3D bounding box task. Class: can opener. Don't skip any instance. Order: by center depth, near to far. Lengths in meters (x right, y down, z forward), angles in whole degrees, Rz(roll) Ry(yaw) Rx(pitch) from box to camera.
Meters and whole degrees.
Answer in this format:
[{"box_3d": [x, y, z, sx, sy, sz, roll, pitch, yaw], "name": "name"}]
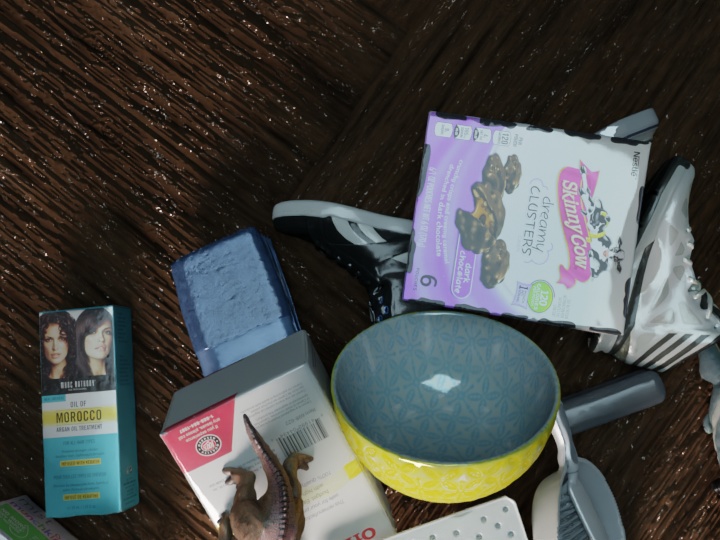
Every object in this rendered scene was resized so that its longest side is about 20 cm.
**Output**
[{"box_3d": [0.192, 0.131, 0.770, 0.196, 0.053, 0.068, -16, 87, 2], "name": "can opener"}]

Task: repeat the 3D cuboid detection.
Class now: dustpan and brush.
[{"box_3d": [0.191, 0.201, 0.721, 0.057, 0.138, 0.203, -30, 80, 39], "name": "dustpan and brush"}]

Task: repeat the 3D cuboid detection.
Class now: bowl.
[{"box_3d": [0.073, 0.136, 0.705, 0.195, 0.202, 0.110, 0, 123, 5], "name": "bowl"}]

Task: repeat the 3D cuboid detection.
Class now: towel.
[{"box_3d": [-0.114, 0.068, 0.805, 0.110, 0.049, 0.204, -20, 84, 1], "name": "towel"}]

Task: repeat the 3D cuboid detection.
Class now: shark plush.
[{"box_3d": [0.350, 0.140, 0.741, 0.089, 0.083, 0.204, 22, 86, 6], "name": "shark plush"}]

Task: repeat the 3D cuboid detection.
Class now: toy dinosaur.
[{"box_3d": [-0.078, 0.225, 0.633, 0.084, 0.136, 0.204, 8, 105, -7], "name": "toy dinosaur"}]

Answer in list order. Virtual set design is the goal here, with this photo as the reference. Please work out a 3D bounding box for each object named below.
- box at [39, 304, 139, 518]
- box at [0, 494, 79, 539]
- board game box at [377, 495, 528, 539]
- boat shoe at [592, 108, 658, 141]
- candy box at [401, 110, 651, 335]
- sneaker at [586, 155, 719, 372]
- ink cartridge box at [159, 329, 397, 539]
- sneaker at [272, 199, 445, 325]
[{"box_3d": [-0.275, 0.141, 0.810, 0.080, 0.049, 0.205, -5, 84, 4], "name": "box"}, {"box_3d": [-0.321, 0.356, 0.769, 0.199, 0.097, 0.178, 36, 90, 8], "name": "box"}, {"box_3d": [0.072, 0.326, 0.702, 0.196, 0.026, 0.204, -18, 85, -1], "name": "board game box"}, {"box_3d": [0.211, -0.084, 0.784, 0.198, 0.072, 0.066, -32, 87, 2], "name": "boat shoe"}, {"box_3d": [0.146, -0.041, 0.721, 0.195, 0.072, 0.172, 9, 89, 6], "name": "candy box"}, {"box_3d": [0.305, 0.001, 0.767, 0.113, 0.076, 0.204, 21, 95, 6], "name": "sneaker"}, {"box_3d": [-0.071, 0.182, 0.736, 0.143, 0.084, 0.203, -25, 107, 2], "name": "ink cartridge box"}, {"box_3d": [0.000, 0.000, 0.790, 0.195, 0.073, 0.114, 10, 83, 4], "name": "sneaker"}]
